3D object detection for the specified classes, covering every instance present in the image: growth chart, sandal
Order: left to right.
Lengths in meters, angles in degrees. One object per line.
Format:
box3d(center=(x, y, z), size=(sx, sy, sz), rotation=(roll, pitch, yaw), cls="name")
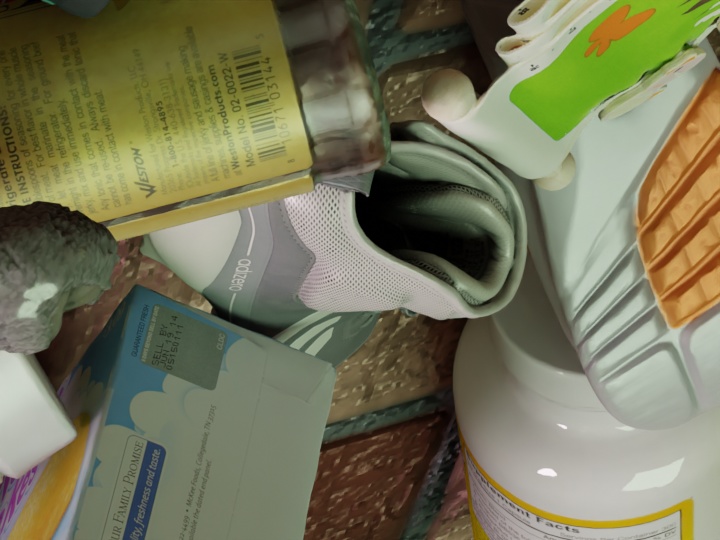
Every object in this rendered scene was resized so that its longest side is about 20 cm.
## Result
box3d(center=(0.075, -0.050, 0.881), size=(0.079, 0.059, 0.208), rotation=(-25, 116, -5), cls="sandal")
box3d(center=(0.104, -0.086, 0.765), size=(0.200, 0.018, 0.145), rotation=(-37, 163, 19), cls="growth chart")

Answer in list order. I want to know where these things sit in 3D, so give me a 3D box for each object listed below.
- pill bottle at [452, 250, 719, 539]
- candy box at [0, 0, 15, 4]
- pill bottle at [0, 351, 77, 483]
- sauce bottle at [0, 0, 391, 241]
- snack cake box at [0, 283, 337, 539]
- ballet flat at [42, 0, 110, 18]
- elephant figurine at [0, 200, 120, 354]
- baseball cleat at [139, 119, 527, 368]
box3d(center=(0.086, 0.059, 1.019), size=(0.104, 0.104, 0.200), rotation=(-27, 147, -12), cls="pill bottle")
box3d(center=(-0.097, -0.080, 0.737), size=(0.199, 0.026, 0.102), rotation=(6, 134, -47), cls="candy box")
box3d(center=(-0.180, 0.061, 0.764), size=(0.199, 0.112, 0.112), rotation=(-32, 148, -5), cls="pill bottle")
box3d(center=(-0.095, -0.031, 0.708), size=(0.199, 0.065, 0.065), rotation=(-14, 146, -4), cls="sauce bottle")
box3d(center=(-0.085, 0.108, 0.845), size=(0.067, 0.115, 0.200), rotation=(23, 140, -15), cls="snack cake box")
box3d(center=(-0.008, -0.128, 0.668), size=(0.200, 0.073, 0.073), rotation=(-37, 148, 5), cls="ballet flat")
box3d(center=(-0.185, -0.014, 0.633), size=(0.200, 0.142, 0.155), rotation=(-37, 146, -1), cls="elephant figurine")
box3d(center=(0.000, 0.000, 0.831), size=(0.200, 0.106, 0.070), rotation=(34, 69, -73), cls="baseball cleat")
